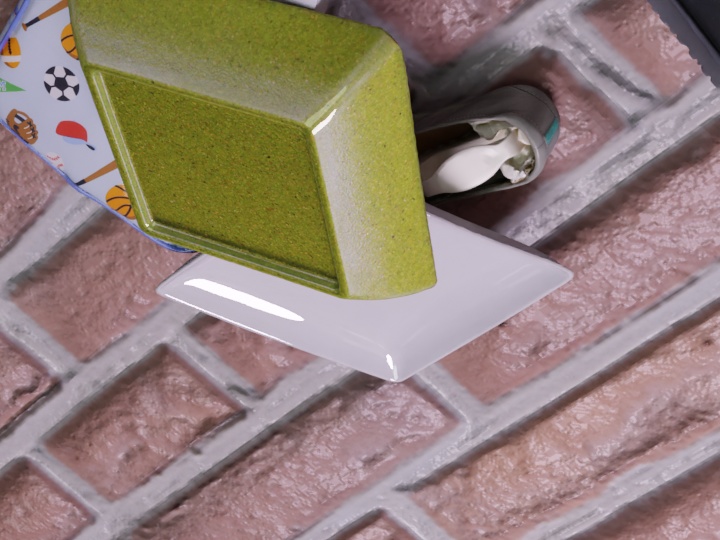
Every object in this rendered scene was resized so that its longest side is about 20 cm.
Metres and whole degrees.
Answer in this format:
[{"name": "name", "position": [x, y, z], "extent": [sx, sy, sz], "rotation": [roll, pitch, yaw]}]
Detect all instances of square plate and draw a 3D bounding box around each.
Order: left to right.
[{"name": "square plate", "position": [0.000, 0.000, 1.059], "extent": [0.198, 0.029, 0.200], "rotation": [23, 145, -26]}]

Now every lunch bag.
[{"name": "lunch bag", "position": [-0.129, -0.115, 1.044], "extent": [0.200, 0.076, 0.160], "rotation": [35, 123, -8]}]

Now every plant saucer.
[{"name": "plant saucer", "position": [-0.065, -0.063, 0.897], "extent": [0.199, 0.048, 0.200], "rotation": [17, 146, 22]}]

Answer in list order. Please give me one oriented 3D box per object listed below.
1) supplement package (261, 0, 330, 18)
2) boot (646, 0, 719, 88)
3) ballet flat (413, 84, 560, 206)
[{"name": "supplement package", "position": [-0.063, -0.257, 0.823], "extent": [0.191, 0.201, 0.147], "rotation": [25, 163, -1]}, {"name": "boot", "position": [0.255, -0.182, 0.880], "extent": [0.165, 0.066, 0.200], "rotation": [46, 122, 2]}, {"name": "ballet flat", "position": [0.029, -0.063, 1.039], "extent": [0.199, 0.064, 0.068], "rotation": [-18, 117, 26]}]
